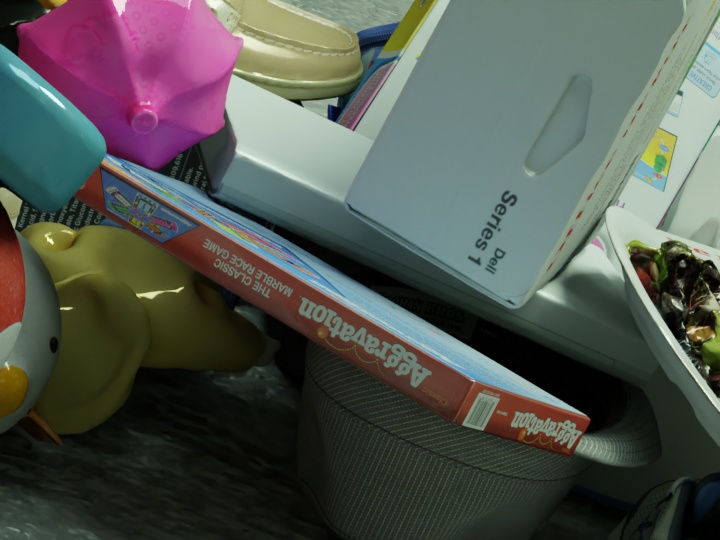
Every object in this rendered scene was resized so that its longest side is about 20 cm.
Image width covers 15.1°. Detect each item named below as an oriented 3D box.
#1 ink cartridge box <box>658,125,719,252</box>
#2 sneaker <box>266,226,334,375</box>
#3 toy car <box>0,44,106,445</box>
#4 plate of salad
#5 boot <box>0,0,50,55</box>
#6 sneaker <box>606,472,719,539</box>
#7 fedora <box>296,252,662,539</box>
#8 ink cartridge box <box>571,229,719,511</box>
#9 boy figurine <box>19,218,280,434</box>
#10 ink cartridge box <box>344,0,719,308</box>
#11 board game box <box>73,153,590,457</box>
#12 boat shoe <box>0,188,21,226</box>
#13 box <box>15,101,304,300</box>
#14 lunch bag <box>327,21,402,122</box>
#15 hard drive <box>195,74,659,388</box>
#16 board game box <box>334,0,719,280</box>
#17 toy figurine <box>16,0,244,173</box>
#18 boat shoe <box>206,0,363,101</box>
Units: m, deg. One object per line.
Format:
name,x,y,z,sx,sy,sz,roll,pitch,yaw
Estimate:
ink cartridge box,0.200,-0.031,1.509,0.085,0.148,0.200,19,19,-3
sneaker,0.000,0.000,1.309,0.088,0.074,0.200,15,19,-12
toy car,-0.160,0.018,0.997,0.177,0.184,0.200,37,-5,41
plate of salad,0.172,0.046,1.126,0.200,0.048,0.200,47,15,-17
boot,-0.228,-0.113,1.151,0.165,0.066,0.200,36,42,18
sneaker,0.145,0.120,1.107,0.077,0.085,0.200,21,17,-2
fedora,0.031,0.066,1.123,0.177,0.090,0.200,23,15,3
ink cartridge box,0.168,0.054,1.326,0.146,0.084,0.200,18,19,-9
boy figurine,-0.096,0.017,1.169,0.124,0.065,0.200,23,18,3
ink cartridge box,0.080,-0.078,1.108,0.084,0.145,0.200,30,14,7
board game box,-0.018,0.009,1.001,0.200,0.019,0.103,30,4,29
boat shoe,-0.244,-0.043,1.168,0.200,0.065,0.072,16,18,-16
box,-0.144,-0.080,1.330,0.200,0.105,0.148,15,19,-21
lunch bag,0.062,-0.070,1.406,0.160,0.083,0.200,-2,-14,-1
hard drive,0.025,-0.020,1.153,0.200,0.026,0.132,24,14,-16
board game box,0.084,-0.077,1.275,0.153,0.200,0.040,37,-20,-12
toy figurine,-0.119,-0.118,1.099,0.184,0.150,0.200,53,18,10
boat shoe,-0.085,-0.131,1.269,0.200,0.065,0.071,14,20,-21
